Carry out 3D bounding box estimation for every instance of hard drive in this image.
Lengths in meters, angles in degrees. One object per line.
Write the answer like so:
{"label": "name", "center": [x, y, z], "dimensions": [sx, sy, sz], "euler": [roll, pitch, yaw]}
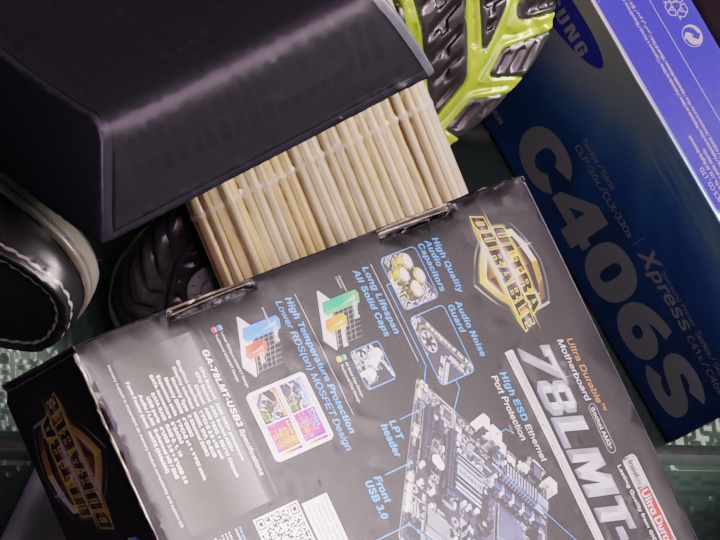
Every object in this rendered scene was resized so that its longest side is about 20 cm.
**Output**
{"label": "hard drive", "center": [-0.082, -0.094, 0.869], "dimensions": [0.135, 0.042, 0.200], "euler": [-28, 43, -20]}

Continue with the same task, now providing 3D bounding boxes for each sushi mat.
{"label": "sushi mat", "center": [0.000, 0.000, 0.920], "dimensions": [0.096, 0.012, 0.200], "euler": [-29, 109, -20]}

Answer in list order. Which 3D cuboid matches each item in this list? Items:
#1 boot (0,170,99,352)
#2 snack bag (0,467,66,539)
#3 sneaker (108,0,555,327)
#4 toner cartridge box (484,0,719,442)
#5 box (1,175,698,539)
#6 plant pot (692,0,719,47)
{"label": "boot", "center": [-0.191, 0.012, 0.816], "dimensions": [0.203, 0.074, 0.154], "euler": [25, 46, -10]}
{"label": "snack bag", "center": [-0.050, 0.170, 0.879], "dimensions": [0.200, 0.021, 0.189], "euler": [32, 59, -14]}
{"label": "sneaker", "center": [-0.014, -0.044, 0.956], "dimensions": [0.200, 0.076, 0.075], "euler": [-45, 116, -15]}
{"label": "toner cartridge box", "center": [0.102, -0.043, 0.998], "dimensions": [0.043, 0.095, 0.200], "euler": [-27, 84, -33]}
{"label": "box", "center": [0.016, 0.089, 0.827], "dimensions": [0.198, 0.050, 0.200], "euler": [-22, 85, -43]}
{"label": "plant pot", "center": [0.248, -0.161, 1.074], "dimensions": [0.200, 0.175, 0.201], "euler": [10, 68, -25]}
